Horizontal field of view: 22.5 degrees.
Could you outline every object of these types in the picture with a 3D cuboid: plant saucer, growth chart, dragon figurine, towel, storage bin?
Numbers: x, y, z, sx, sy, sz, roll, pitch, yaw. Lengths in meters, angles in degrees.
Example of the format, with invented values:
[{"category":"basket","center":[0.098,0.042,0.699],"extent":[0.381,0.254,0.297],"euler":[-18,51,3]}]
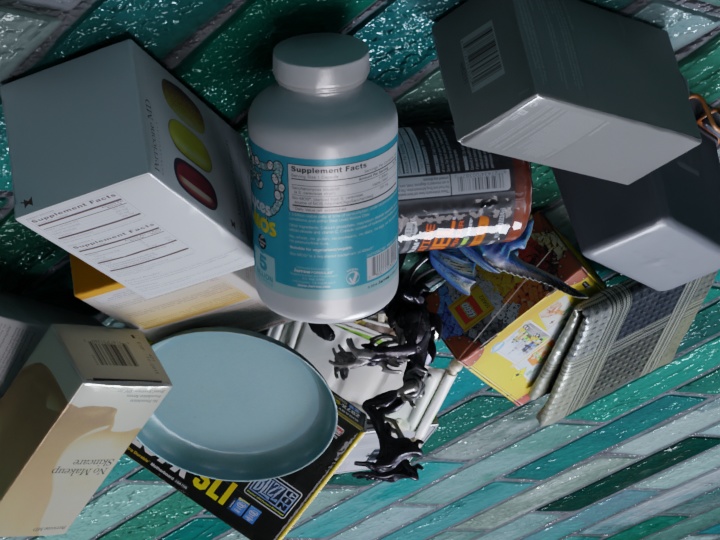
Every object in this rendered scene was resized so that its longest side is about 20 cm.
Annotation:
[{"category":"plant saucer","center":[-0.119,0.118,1.648],"extent":[0.200,0.027,0.200],"euler":[4,133,4]},{"category":"growth chart","center":[-0.001,0.085,1.754],"extent":[0.200,0.018,0.145],"euler":[28,127,-5]},{"category":"dragon figurine","center":[0.099,-0.020,1.578],"extent":[0.099,0.200,0.059],"euler":[-44,-178,-37]},{"category":"towel","center":[0.264,0.061,1.816],"extent":[0.192,0.035,0.200],"euler":[-24,150,-28]},{"category":"storage bin","center":[0.250,-0.072,1.540],"extent":[0.145,0.134,0.200],"euler":[-25,156,28]}]

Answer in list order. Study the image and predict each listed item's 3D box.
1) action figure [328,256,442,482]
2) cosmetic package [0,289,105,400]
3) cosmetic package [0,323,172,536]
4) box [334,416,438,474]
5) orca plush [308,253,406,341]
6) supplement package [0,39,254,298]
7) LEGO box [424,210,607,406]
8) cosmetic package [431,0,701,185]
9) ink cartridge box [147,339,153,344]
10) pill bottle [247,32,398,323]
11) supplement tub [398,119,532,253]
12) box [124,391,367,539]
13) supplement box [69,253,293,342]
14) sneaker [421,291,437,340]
[{"category":"action figure","center":[0.021,0.086,1.648],"extent":[0.102,0.200,0.119],"euler":[4,165,7]},{"category":"cosmetic package","center":[-0.305,0.085,1.629],"extent":[0.200,0.085,0.108],"euler":[24,98,-55]},{"category":"cosmetic package","center":[-0.263,0.142,1.577],"extent":[0.105,0.071,0.200],"euler":[5,131,-45]},{"category":"box","center":[-0.034,0.163,1.853],"extent":[0.200,0.060,0.117],"euler":[-6,154,-20]},{"category":"orca plush","center":[0.000,0.000,1.621],"extent":[0.071,0.105,0.200],"euler":[-11,171,-29]},{"category":"supplement package","center":[-0.166,-0.070,1.349],"extent":[0.109,0.114,0.200],"euler":[-17,158,16]},{"category":"LEGO box","center":[0.166,0.042,1.782],"extent":[0.149,0.077,0.200],"euler":[-38,153,7]},{"category":"cosmetic package","center":[0.158,-0.140,1.368],"extent":[0.200,0.107,0.090],"euler":[14,146,-44]},{"category":"ink cartridge box","center":[-0.168,0.100,1.804],"extent":[0.148,0.076,0.200],"euler":[-2,157,-24]},{"category":"pill bottle","center":[-0.027,-0.070,1.338],"extent":[0.111,0.111,0.200],"euler":[-7,118,-13]},{"category":"supplement tub","center":[0.032,-0.066,1.474],"extent":[0.200,0.107,0.107],"euler":[-6,157,-15]},{"category":"box","center":[-0.119,0.150,1.732],"extent":[0.160,0.200,0.049],"euler":[-52,-173,16]},{"category":"supplement box","center":[-0.152,0.001,1.577],"extent":[0.126,0.074,0.200],"euler":[-16,158,15]},{"category":"sneaker","center":[-0.014,0.068,1.830],"extent":[0.099,0.070,0.200],"euler":[17,138,-43]}]
